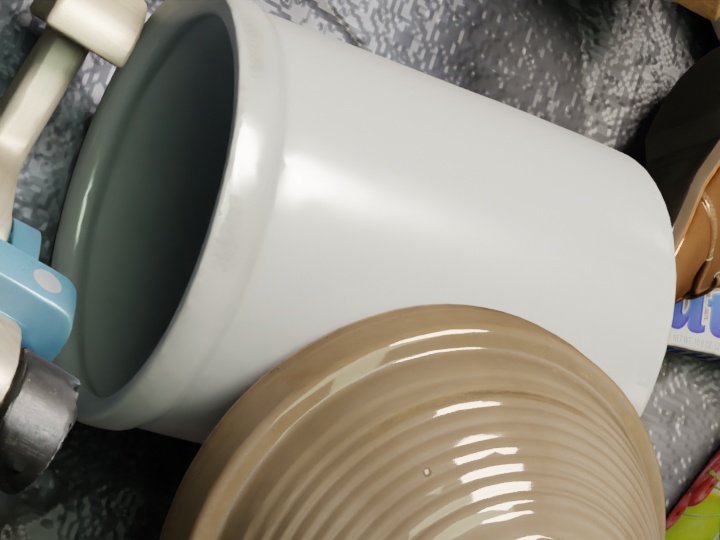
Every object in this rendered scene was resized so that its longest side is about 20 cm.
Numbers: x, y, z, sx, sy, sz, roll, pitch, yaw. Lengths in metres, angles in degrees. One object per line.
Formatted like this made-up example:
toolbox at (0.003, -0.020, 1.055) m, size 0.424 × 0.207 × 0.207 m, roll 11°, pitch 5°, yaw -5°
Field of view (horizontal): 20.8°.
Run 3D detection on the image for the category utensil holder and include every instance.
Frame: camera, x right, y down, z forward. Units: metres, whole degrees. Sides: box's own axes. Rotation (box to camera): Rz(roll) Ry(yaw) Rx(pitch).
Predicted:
utensil holder at (0.000, 0.000, 0.773) m, size 0.199 × 0.170 × 0.171 m, roll 18°, pitch 76°, yaw -26°

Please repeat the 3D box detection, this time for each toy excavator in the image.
toy excavator at (-0.153, -0.007, 0.739) m, size 0.099 × 0.201 × 0.195 m, roll 30°, pitch 115°, yaw -21°

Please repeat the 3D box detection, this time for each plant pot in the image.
plant pot at (0.034, 0.121, 0.685) m, size 0.199 × 0.093 × 0.203 m, roll -9°, pitch 111°, yaw -22°

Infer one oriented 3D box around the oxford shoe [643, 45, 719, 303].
oxford shoe at (0.146, -0.011, 0.877) m, size 0.071 × 0.071 × 0.200 m, roll 46°, pitch 64°, yaw -20°

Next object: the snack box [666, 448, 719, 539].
snack box at (0.229, 0.108, 0.844) m, size 0.068 × 0.200 × 0.169 m, roll 46°, pitch 74°, yaw -21°

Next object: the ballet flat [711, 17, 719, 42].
ballet flat at (0.185, -0.184, 0.956) m, size 0.069 × 0.069 × 0.202 m, roll 16°, pitch 75°, yaw -25°

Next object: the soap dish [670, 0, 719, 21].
soap dish at (0.109, -0.229, 0.877) m, size 0.199 × 0.081 × 0.158 m, roll 28°, pitch 73°, yaw -2°

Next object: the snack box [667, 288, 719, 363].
snack box at (0.156, 0.003, 0.932) m, size 0.199 × 0.024 × 0.073 m, roll 12°, pitch 80°, yaw -26°
